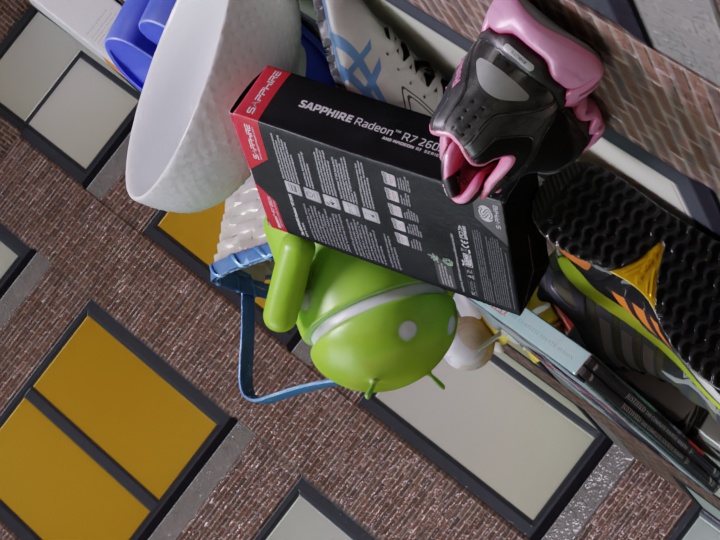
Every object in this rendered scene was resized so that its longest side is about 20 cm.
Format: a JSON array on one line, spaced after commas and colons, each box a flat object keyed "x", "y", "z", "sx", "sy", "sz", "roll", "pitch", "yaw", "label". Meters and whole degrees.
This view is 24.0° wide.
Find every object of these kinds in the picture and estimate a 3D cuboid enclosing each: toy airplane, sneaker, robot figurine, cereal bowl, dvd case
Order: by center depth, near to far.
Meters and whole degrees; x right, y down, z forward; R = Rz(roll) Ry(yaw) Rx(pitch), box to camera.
[{"x": 0.073, "y": -0.074, "z": 0.882, "sx": 0.079, "sy": 0.096, "sz": 0.200, "roll": 35, "pitch": 178, "yaw": 13, "label": "sneaker"}, {"x": 0.196, "y": 0.010, "z": 1.037, "sx": 0.200, "sy": 0.070, "sz": 0.090, "roll": 42, "pitch": -176, "yaw": 22, "label": "sneaker"}, {"x": 0.031, "y": -0.120, "z": 1.124, "sx": 0.200, "sy": 0.072, "sz": 0.072, "roll": 53, "pitch": -163, "yaw": -32, "label": "sneaker"}, {"x": 0.203, "y": 0.045, "z": 1.143, "sx": 0.200, "sy": 0.074, "sz": 0.081, "roll": 44, "pitch": 145, "yaw": 6, "label": "sneaker"}, {"x": 0.161, "y": 0.077, "z": 1.186, "sx": 0.200, "sy": 0.022, "sz": 0.146, "roll": 40, "pitch": 178, "yaw": -42, "label": "dvd case"}, {"x": -0.094, "y": -0.131, "z": 1.208, "sx": 0.083, "sy": 0.201, "sz": 0.200, "roll": 18, "pitch": -176, "yaw": -20, "label": "cereal bowl"}, {"x": 0.000, "y": 0.000, "z": 1.247, "sx": 0.175, "sy": 0.116, "sz": 0.201, "roll": -6, "pitch": -112, "yaw": -39, "label": "robot figurine"}, {"x": 0.106, "y": 0.013, "z": 1.375, "sx": 0.199, "sy": 0.141, "sz": 0.200, "roll": 35, "pitch": 176, "yaw": 46, "label": "toy airplane"}]

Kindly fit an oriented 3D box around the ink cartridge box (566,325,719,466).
[{"x": 0.257, "y": 0.086, "z": 1.233, "sx": 0.200, "sy": 0.084, "sz": 0.146, "roll": 37, "pitch": 177, "yaw": 18, "label": "ink cartridge box"}]

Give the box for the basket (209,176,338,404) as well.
[{"x": -0.035, "y": 0.002, "z": 1.408, "sx": 0.176, "sy": 0.201, "sz": 0.139, "roll": -12, "pitch": 159, "yaw": 38, "label": "basket"}]

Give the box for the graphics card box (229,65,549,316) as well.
[{"x": 0.021, "y": -0.052, "z": 1.100, "sx": 0.199, "sy": 0.051, "sz": 0.126, "roll": 20, "pitch": 150, "yaw": 25, "label": "graphics card box"}]

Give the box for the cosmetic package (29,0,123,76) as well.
[{"x": -0.352, "y": -0.333, "z": 2.297, "sx": 0.200, "sy": 0.071, "sz": 0.101, "roll": 38, "pitch": 177, "yaw": 0, "label": "cosmetic package"}]

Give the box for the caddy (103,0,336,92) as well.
[{"x": -0.108, "y": -0.182, "z": 1.383, "sx": 0.200, "sy": 0.105, "sz": 0.141, "roll": 41, "pitch": 153, "yaw": -23, "label": "caddy"}]
